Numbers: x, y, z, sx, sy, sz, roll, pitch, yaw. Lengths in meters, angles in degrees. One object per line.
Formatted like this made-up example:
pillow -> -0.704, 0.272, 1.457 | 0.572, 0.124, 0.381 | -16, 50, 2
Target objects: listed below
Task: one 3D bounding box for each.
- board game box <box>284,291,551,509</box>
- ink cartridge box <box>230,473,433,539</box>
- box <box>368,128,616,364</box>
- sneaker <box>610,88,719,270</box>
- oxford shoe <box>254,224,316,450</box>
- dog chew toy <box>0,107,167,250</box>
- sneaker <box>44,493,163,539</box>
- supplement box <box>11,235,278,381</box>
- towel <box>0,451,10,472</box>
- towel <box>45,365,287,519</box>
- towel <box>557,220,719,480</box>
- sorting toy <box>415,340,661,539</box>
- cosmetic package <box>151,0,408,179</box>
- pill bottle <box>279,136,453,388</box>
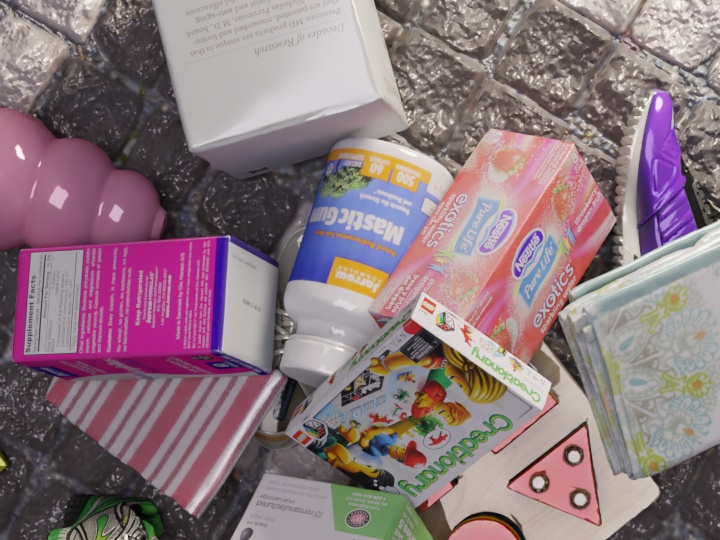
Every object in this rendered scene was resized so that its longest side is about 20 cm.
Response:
board game box -> 0.042, 0.109, 1.482 | 0.126, 0.035, 0.200 | 35, 136, -10
ink cartridge box -> -0.047, 0.277, 1.528 | 0.145, 0.084, 0.200 | 5, 52, 32
box -> 0.110, -0.006, 1.532 | 0.094, 0.103, 0.200 | 13, 60, 42
sneaker -> 0.266, -0.051, 1.584 | 0.099, 0.070, 0.201 | 4, 94, 1
oxford shoe -> -0.055, 0.059, 1.630 | 0.075, 0.058, 0.201 | 14, 90, 10
dog chew toy -> -0.266, -0.066, 1.633 | 0.199, 0.125, 0.125 | 15, 92, 0
sneaker -> -0.214, 0.238, 1.580 | 0.085, 0.200, 0.078 | -7, 110, 6
supplement box -> -0.182, 0.034, 1.581 | 0.199, 0.101, 0.104 | -2, 76, 22
towel -> -0.402, 0.115, 1.700 | 0.086, 0.018, 0.200 | -34, 86, 12
towel -> -0.170, 0.102, 1.632 | 0.200, 0.030, 0.147 | 34, 93, 25
towel -> 0.272, 0.062, 1.544 | 0.199, 0.048, 0.172 | -24, 111, -10
sorting toy -> 0.118, 0.175, 1.596 | 0.200, 0.070, 0.199 | -39, 85, 6
cosmetic package -> -0.072, -0.201, 1.573 | 0.166, 0.167, 0.201 | -16, 83, 8
pill bottle -> 0.000, 0.000, 1.573 | 0.112, 0.112, 0.201 | 15, 76, 8
